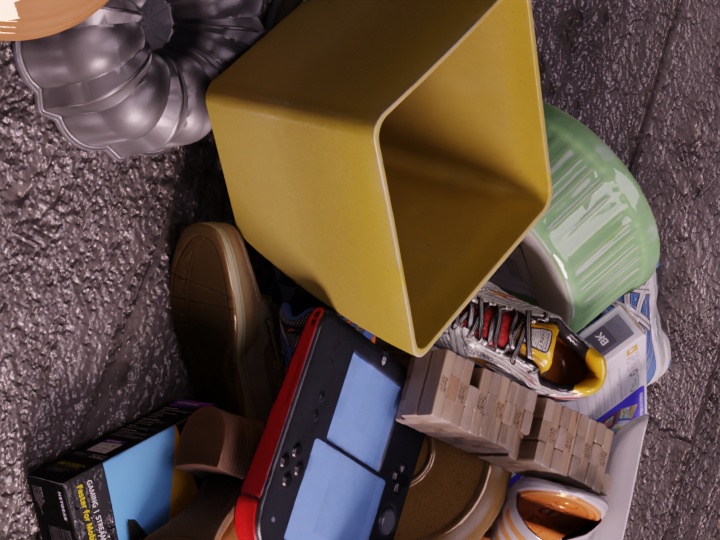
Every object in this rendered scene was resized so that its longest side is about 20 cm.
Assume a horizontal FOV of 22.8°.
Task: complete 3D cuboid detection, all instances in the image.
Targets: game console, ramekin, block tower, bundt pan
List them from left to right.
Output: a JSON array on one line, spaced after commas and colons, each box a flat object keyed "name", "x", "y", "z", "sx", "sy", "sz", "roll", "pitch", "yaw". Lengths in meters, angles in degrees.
[{"name": "bundt pan", "x": -0.146, "y": -0.178, "z": 1.274, "sx": 0.201, "sy": 0.076, "sz": 0.203, "roll": -6, "pitch": 99, "yaw": -43}, {"name": "game console", "x": -0.013, "y": 0.139, "z": 1.313, "sx": 0.200, "sy": 0.031, "sz": 0.177, "roll": 40, "pitch": 68, "yaw": -56}, {"name": "block tower", "x": 0.114, "y": 0.120, "z": 1.387, "sx": 0.200, "sy": 0.054, "sz": 0.058, "roll": 29, "pitch": 68, "yaw": -35}, {"name": "ramekin", "x": 0.141, "y": -0.036, "z": 1.487, "sx": 0.098, "sy": 0.200, "sz": 0.200, "roll": -42, "pitch": 122, "yaw": -24}]

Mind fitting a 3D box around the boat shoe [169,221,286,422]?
[{"name": "boat shoe", "x": -0.093, "y": 0.050, "z": 1.358, "sx": 0.066, "sy": 0.074, "sz": 0.201, "roll": -29, "pitch": 124, "yaw": -42}]

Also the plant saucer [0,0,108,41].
[{"name": "plant saucer", "x": -0.231, "y": -0.251, "z": 1.161, "sx": 0.199, "sy": 0.037, "sz": 0.201, "roll": 2, "pitch": 84, "yaw": -23}]

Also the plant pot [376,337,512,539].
[{"name": "plant pot", "x": 0.025, "y": 0.141, "z": 1.419, "sx": 0.199, "sy": 0.027, "sz": 0.201, "roll": 1, "pitch": 79, "yaw": -5}]

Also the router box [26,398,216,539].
[{"name": "router box", "x": -0.154, "y": 0.214, "z": 1.322, "sx": 0.149, "sy": 0.051, "sz": 0.201, "roll": -27, "pitch": 113, "yaw": -42}]

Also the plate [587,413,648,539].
[{"name": "plate", "x": 0.206, "y": 0.229, "z": 1.534, "sx": 0.200, "sy": 0.032, "sz": 0.200, "roll": 68, "pitch": 34, "yaw": -77}]

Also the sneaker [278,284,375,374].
[{"name": "sneaker", "x": 0.000, "y": 0.000, "z": 1.363, "sx": 0.200, "sy": 0.075, "sz": 0.079, "roll": -60, "pitch": 145, "yaw": -35}]

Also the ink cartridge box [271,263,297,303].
[{"name": "ink cartridge box", "x": -0.027, "y": -0.051, "z": 1.429, "sx": 0.119, "sy": 0.042, "sz": 0.201, "roll": -33, "pitch": 115, "yaw": -37}]

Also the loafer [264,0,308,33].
[{"name": "loafer", "x": -0.007, "y": -0.219, "z": 1.404, "sx": 0.075, "sy": 0.070, "sz": 0.200, "roll": 45, "pitch": 63, "yaw": -31}]

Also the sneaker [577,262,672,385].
[{"name": "sneaker", "x": 0.237, "y": 0.032, "z": 1.664, "sx": 0.077, "sy": 0.076, "sz": 0.201, "roll": -40, "pitch": 119, "yaw": -39}]

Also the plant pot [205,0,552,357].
[{"name": "plant pot", "x": 0.006, "y": -0.091, "z": 1.281, "sx": 0.200, "sy": 0.176, "sz": 0.201, "roll": -48, "pitch": 140, "yaw": -37}]

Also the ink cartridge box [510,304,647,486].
[{"name": "ink cartridge box", "x": 0.160, "y": 0.137, "z": 1.541, "sx": 0.200, "sy": 0.043, "sz": 0.198, "roll": -36, "pitch": 155, "yaw": -9}]

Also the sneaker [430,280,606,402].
[{"name": "sneaker", "x": 0.110, "y": 0.043, "z": 1.375, "sx": 0.200, "sy": 0.082, "sz": 0.078, "roll": 26, "pitch": 74, "yaw": -30}]

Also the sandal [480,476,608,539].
[{"name": "sandal", "x": 0.143, "y": 0.222, "z": 1.466, "sx": 0.079, "sy": 0.207, "sz": 0.059, "roll": 17, "pitch": 66, "yaw": -6}]

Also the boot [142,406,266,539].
[{"name": "boot", "x": -0.092, "y": 0.210, "z": 1.310, "sx": 0.155, "sy": 0.076, "sz": 0.201, "roll": 35, "pitch": 62, "yaw": -49}]
